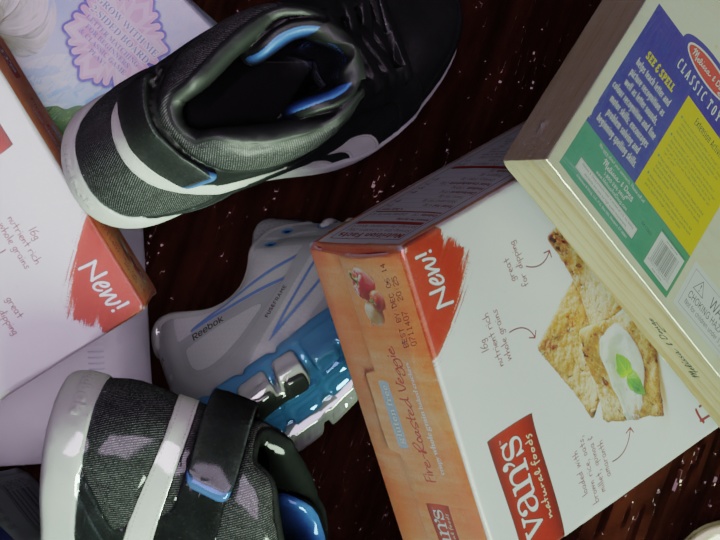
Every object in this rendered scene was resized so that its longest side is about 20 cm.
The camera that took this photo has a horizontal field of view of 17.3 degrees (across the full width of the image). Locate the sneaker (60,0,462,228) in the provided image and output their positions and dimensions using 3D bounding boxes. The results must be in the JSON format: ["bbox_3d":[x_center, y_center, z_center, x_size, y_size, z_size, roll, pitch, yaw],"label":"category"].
[{"bbox_3d":[-0.011,-0.076,0.921,0.199,0.112,0.073,-30,95,-34],"label":"sneaker"}]

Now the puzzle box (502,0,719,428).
[{"bbox_3d":[0.146,-0.027,0.911,0.200,0.025,0.133,49,63,-30],"label":"puzzle box"}]

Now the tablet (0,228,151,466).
[{"bbox_3d":[-0.158,-0.017,1.016,0.129,0.014,0.202,-3,93,1],"label":"tablet"}]

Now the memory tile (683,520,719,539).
[{"bbox_3d":[0.238,0.096,1.020,0.153,0.017,0.201,31,92,-2],"label":"memory tile"}]

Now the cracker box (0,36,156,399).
[{"bbox_3d":[-0.199,0.007,0.942,0.199,0.058,0.135,-32,95,2],"label":"cracker box"}]

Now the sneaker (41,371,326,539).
[{"bbox_3d":[-0.069,0.135,0.945,0.111,0.073,0.201,10,129,7],"label":"sneaker"}]

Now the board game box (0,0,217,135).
[{"bbox_3d":[-0.195,-0.098,0.983,0.200,0.041,0.200,44,94,-3],"label":"board game box"}]

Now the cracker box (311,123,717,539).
[{"bbox_3d":[0.086,0.012,0.926,0.199,0.057,0.135,-30,110,-34],"label":"cracker box"}]

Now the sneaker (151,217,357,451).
[{"bbox_3d":[0.000,0.000,0.992,0.199,0.075,0.087,-29,60,-10],"label":"sneaker"}]

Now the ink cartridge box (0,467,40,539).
[{"bbox_3d":[-0.212,0.162,0.932,0.200,0.200,0.041,-43,86,2],"label":"ink cartridge box"}]
